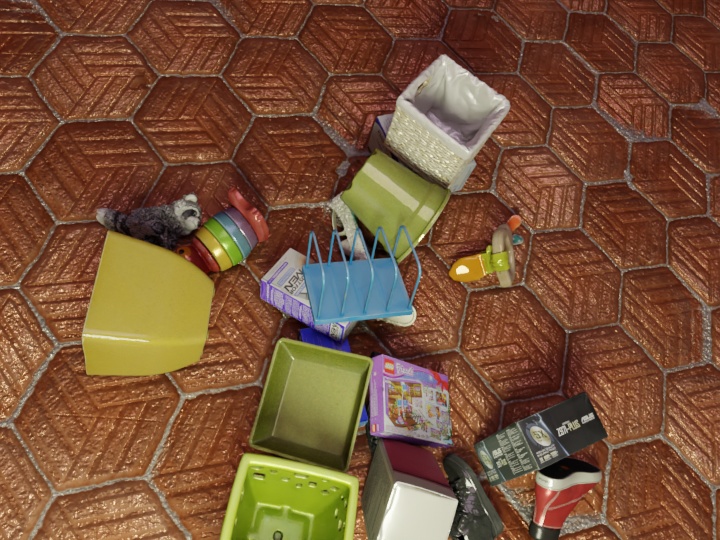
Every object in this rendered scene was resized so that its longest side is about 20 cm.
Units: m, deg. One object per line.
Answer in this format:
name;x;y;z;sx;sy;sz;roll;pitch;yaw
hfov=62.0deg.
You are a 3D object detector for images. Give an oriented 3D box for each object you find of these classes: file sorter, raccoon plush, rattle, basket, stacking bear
file sorter;0.000;0.000;1.133;0.195;0.124;0.141;-5;48;-16
raccoon plush;-0.418;-0.122;1.218;0.197;0.097;0.135;30;51;2
rattle;0.301;-0.047;1.402;0.130;0.141;0.202;45;38;-25
basket;0.185;-0.318;1.315;0.199;0.162;0.199;37;60;8
stacking bear;-0.290;-0.049;1.200;0.199;0.115;0.121;-40;60;-17

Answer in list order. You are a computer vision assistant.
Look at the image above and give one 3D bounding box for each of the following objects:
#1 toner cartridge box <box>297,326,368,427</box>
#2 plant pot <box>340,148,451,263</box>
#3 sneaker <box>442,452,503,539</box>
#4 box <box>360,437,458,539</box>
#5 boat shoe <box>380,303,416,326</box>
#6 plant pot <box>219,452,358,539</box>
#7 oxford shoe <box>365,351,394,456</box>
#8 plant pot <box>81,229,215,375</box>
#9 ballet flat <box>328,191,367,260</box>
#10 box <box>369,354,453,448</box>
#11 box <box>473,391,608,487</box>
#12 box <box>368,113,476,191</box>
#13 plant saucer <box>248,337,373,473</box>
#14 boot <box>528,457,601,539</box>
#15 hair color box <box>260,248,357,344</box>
toner cartridge box;-0.056;0.208;1.164;0.093;0.043;0.204;-8;65;-17
plant pot;0.063;-0.150;1.273;0.183;0.200;0.202;39;59;-6
sneaker;0.190;0.447;1.095;0.103;0.060;0.202;-26;76;-30
box;0.074;0.384;0.998;0.106;0.200;0.131;17;93;-6
boat shoe;0.026;0.060;1.268;0.196;0.074;0.063;21;16;3
plant pot;-0.122;0.425;0.953;0.194;0.182;0.204;14;60;-6
oxford shoe;0.054;0.258;1.152;0.082;0.073;0.205;13;61;-13
plant pot;-0.369;0.076;1.071;0.195;0.196;0.199;10;60;-17
ballet flat;-0.023;-0.079;1.321;0.070;0.072;0.204;-9;63;-19
box;0.097;0.250;1.129;0.198;0.039;0.140;24;55;-39
box;0.329;0.318;1.118;0.160;0.201;0.088;-16;68;-21
box;0.144;-0.279;1.437;0.196;0.105;0.187;-14;67;-22
plant saucer;-0.083;0.243;1.088;0.195;0.048;0.205;9;73;19
boot;0.391;0.447;1.153;0.197;0.072;0.148;4;96;-41
hair color box;-0.091;0.048;1.197;0.197;0.066;0.110;28;48;12
